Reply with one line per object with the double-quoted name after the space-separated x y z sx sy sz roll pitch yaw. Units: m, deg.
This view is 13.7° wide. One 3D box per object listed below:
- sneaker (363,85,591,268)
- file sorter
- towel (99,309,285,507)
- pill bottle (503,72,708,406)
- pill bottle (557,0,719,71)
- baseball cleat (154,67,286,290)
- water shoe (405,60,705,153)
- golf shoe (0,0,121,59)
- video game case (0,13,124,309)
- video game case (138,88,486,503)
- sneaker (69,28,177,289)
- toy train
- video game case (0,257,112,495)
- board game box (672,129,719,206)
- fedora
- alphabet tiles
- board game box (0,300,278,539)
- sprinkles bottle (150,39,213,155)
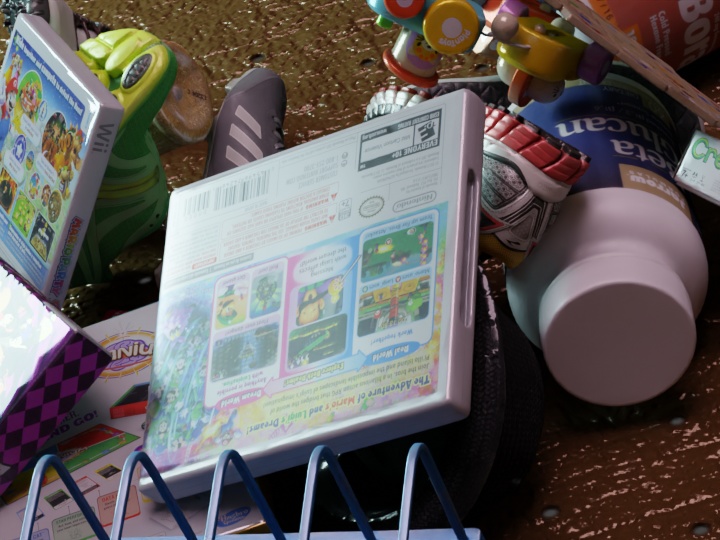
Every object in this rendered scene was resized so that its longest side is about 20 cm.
0.045 -0.048 1.625 0.082 0.078 0.200 -63 23 -4 "sneaker"
-0.056 0.161 1.413 0.200 0.123 0.139 -3 55 16 "file sorter"
-0.091 0.072 1.688 0.200 0.023 0.145 5 37 28 "towel"
0.133 -0.016 1.650 0.111 0.111 0.200 -11 34 5 "pill bottle"
0.193 -0.186 1.876 0.200 0.112 0.112 -29 36 -20 "pill bottle"
-0.055 -0.046 1.821 0.106 0.070 0.200 4 47 17 "baseball cleat"
0.105 -0.088 1.799 0.200 0.072 0.079 2 -5 -9 "water shoe"
-0.181 -0.141 1.907 0.094 0.200 0.078 -4 77 -3 "golf shoe"
-0.197 -0.032 1.742 0.018 0.200 0.143 8 22 -30 "video game case"
-0.025 0.014 1.528 0.200 0.024 0.182 -17 54 33 "video game case"
-0.149 -0.066 1.773 0.083 0.200 0.074 1 47 -31 "sneaker"
0.054 -0.136 1.675 0.200 0.056 0.150 10 19 -45 "toy train"
-0.243 0.083 1.634 0.200 0.036 0.181 -50 37 -2 "video game case"
0.276 -0.013 1.591 0.200 0.126 0.035 30 97 47 "board game box"
0.032 0.060 1.564 0.091 0.201 0.200 14 11 -41 "fedora"
0.147 -0.127 1.685 0.006 0.166 0.200 -54 8 9 "alphabet tiles"
-0.129 0.105 1.604 0.153 0.040 0.200 -19 40 3 "board game box"
-0.188 -0.079 1.853 0.200 0.068 0.068 -20 28 29 "sprinkles bottle"
